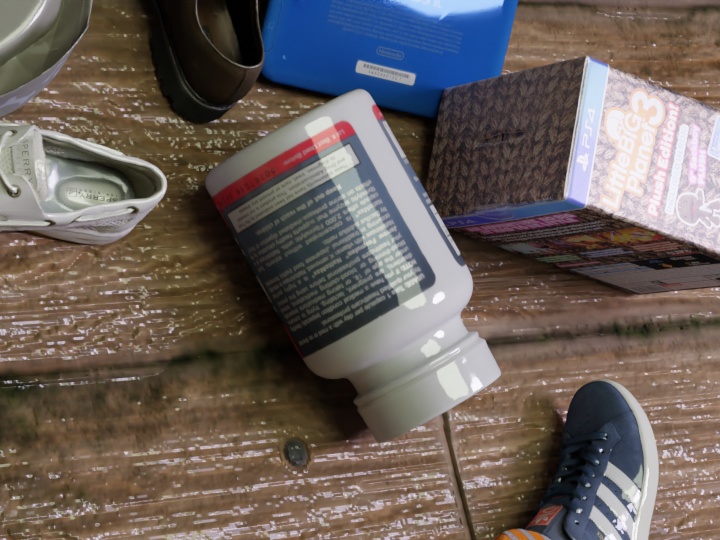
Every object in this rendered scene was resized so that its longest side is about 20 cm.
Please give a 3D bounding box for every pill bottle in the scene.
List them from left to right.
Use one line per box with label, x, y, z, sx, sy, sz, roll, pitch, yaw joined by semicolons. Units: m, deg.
pill bottle;0.000;0.000;1.551;0.120;0.120;0.200;-29;90;-42

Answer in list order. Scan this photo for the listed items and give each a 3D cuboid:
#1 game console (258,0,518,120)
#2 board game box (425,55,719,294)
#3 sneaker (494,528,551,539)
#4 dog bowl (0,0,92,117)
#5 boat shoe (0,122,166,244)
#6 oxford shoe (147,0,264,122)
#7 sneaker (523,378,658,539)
game console;0.000;-0.204;1.709;0.200;0.118;0.171;10;96;-34
board game box;0.171;-0.059;1.671;0.200;0.159;0.097;18;76;-32
sneaker;0.122;0.265;1.524;0.078;0.112;0.200;-1;46;-39
dog bowl;-0.246;-0.170;1.426;0.200;0.059;0.200;4;67;-8
boat shoe;-0.205;-0.058;1.448;0.200;0.069;0.071;2;73;-36
oxford shoe;-0.106;-0.203;1.582;0.073;0.084;0.200;-17;80;-40
sneaker;0.140;0.158;1.620;0.084;0.075;0.200;22;59;-35
